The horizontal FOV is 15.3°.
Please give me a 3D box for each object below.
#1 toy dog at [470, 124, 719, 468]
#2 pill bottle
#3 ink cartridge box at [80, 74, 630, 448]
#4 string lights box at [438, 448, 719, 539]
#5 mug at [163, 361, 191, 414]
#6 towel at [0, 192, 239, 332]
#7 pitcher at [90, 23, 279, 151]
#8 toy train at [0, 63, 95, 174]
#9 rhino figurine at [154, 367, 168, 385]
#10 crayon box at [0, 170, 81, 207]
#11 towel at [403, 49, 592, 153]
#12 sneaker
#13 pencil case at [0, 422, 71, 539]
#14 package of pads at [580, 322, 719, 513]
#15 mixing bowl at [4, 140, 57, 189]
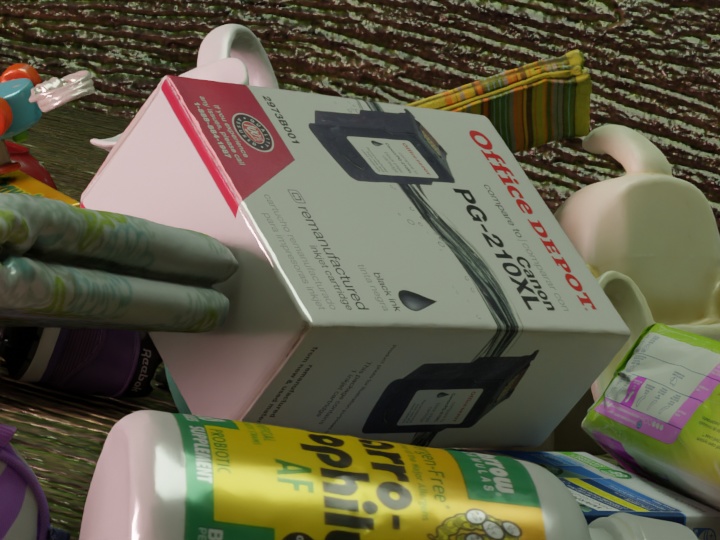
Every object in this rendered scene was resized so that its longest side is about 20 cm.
[{"bbox_3d":[0.106,0.040,1.408,0.139,0.195,0.200,-11,-15,-36],"label":"toy dog"},{"bbox_3d":[0.010,0.113,0.886,0.199,0.114,0.113,9,7,-14],"label":"pill bottle"},{"bbox_3d":[0.000,0.000,1.168,0.199,0.084,0.145,3,45,-44],"label":"ink cartridge box"},{"bbox_3d":[0.048,0.117,1.143,0.199,0.059,0.103,5,10,-38],"label":"string lights box"},{"bbox_3d":[-0.007,0.032,1.325,0.184,0.153,0.114,-9,-18,-24],"label":"mug"},{"bbox_3d":[-0.161,-0.006,1.020,0.170,0.049,0.200,0,-4,24],"label":"towel"},{"bbox_3d":[-0.052,-0.028,1.484,0.121,0.201,0.172,-18,21,28],"label":"pitcher"},{"bbox_3d":[-0.235,-0.048,1.408,0.199,0.056,0.150,-25,20,-23],"label":"toy train"},{"bbox_3d":[-0.085,0.020,1.620,0.059,0.088,0.200,11,7,-1],"label":"rhino figurine"},{"bbox_3d":[-0.224,-0.003,1.428,0.199,0.052,0.126,-19,17,-20],"label":"crayon box"},{"bbox_3d":[0.023,-0.058,1.359,0.199,0.018,0.086,-18,-23,-1],"label":"towel"},{"bbox_3d":[-0.158,0.034,1.537,0.087,0.076,0.200,19,11,-15],"label":"sneaker"},{"bbox_3d":[-0.192,0.075,1.021,0.084,0.086,0.200,5,8,-36],"label":"pencil case"},{"bbox_3d":[0.203,0.103,1.202,0.154,0.068,0.200,42,-8,-26],"label":"package of pads"},{"bbox_3d":[-0.264,-0.031,1.693,0.199,0.109,0.200,11,7,-1],"label":"mixing bowl"}]
